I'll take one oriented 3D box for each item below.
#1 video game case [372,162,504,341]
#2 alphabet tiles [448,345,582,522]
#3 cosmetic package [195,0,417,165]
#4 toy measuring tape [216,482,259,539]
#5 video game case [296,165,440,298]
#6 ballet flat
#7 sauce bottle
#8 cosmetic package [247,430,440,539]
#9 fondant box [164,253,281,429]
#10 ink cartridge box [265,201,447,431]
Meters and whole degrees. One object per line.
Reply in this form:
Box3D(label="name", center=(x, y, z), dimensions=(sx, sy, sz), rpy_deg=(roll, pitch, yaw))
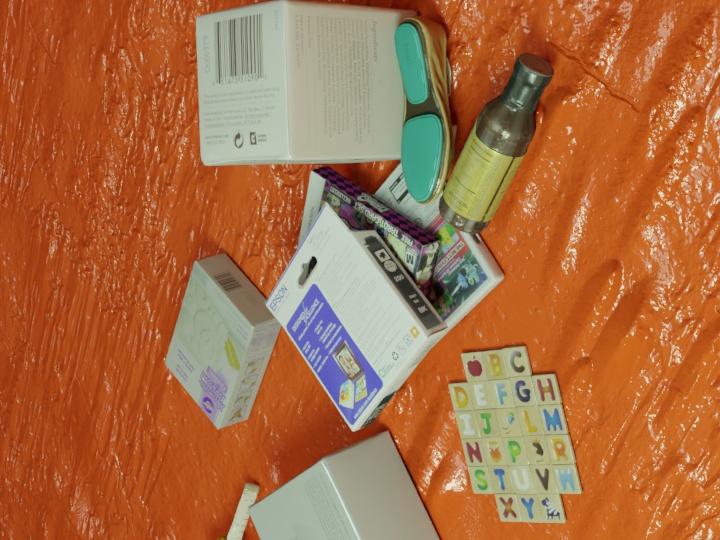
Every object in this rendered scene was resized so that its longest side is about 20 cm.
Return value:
Box3D(label="video game case", center=(0.063, -0.013, 1.471), dimensions=(0.200, 0.023, 0.184), rpy_deg=(-47, 67, 44))
Box3D(label="alphabet tiles", center=(0.172, 0.187, 1.424), dimensions=(0.165, 0.006, 0.203), rpy_deg=(-11, 94, 50))
Box3D(label="cosmetic package", center=(-0.056, -0.203, 1.396), dimensions=(0.164, 0.198, 0.168), rpy_deg=(3, 96, 48))
Box3D(label="toy measuring tape", center=(-0.190, 0.396, 1.863), dimensions=(0.073, 0.073, 0.203), rpy_deg=(28, 106, 39))
Box3D(label="video game case", center=(0.000, 0.000, 1.500), dimensions=(0.199, 0.036, 0.183), rpy_deg=(36, 127, 35))
Box3D(label="ballet flat", center=(0.080, -0.174, 1.366), dimensions=(0.068, 0.063, 0.203), rpy_deg=(2, 98, 44))
Box3D(label="sauce bottle", center=(0.144, -0.132, 1.313), dimensions=(0.065, 0.064, 0.201), rpy_deg=(47, 131, 27))
Box3D(label="cosmetic package", center=(-0.013, 0.342, 1.592), dimensions=(0.200, 0.122, 0.201), rpy_deg=(-39, 73, 48))
Box3D(label="fondant box", center=(-0.195, 0.100, 1.768), dimensions=(0.144, 0.058, 0.202), rpy_deg=(45, 133, 29))
Box3D(label="ink cartridge box", center=(-0.011, 0.052, 1.468), dimensions=(0.201, 0.043, 0.199), rpy_deg=(53, 135, 18))
